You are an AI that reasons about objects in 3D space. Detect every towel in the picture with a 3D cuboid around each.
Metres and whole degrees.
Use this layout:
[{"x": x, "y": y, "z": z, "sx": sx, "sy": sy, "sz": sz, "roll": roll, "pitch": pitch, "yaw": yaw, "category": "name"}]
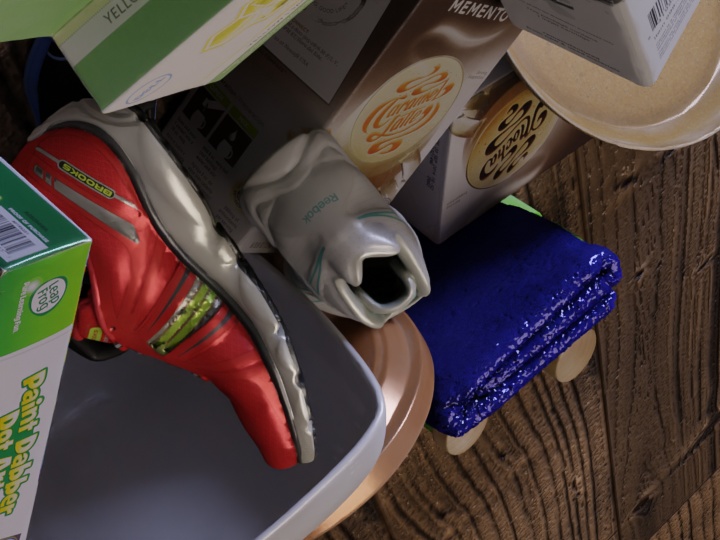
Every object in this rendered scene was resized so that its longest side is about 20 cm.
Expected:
[{"x": 0.051, "y": 0.020, "z": 1.101, "sx": 0.148, "sy": 0.200, "sz": 0.050, "roll": -43, "pitch": 122, "yaw": -12, "category": "towel"}]

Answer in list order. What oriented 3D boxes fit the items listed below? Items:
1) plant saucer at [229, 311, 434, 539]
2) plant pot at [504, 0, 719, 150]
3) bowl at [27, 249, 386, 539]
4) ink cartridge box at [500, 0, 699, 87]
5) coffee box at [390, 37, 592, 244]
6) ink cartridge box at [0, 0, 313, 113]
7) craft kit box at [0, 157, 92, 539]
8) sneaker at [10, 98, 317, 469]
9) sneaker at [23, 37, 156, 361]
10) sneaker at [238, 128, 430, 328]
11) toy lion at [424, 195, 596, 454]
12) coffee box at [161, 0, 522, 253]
[{"x": -0.056, "y": 0.080, "z": 1.029, "sx": 0.200, "sy": 0.200, "sz": 0.032, "roll": -41, "pitch": 124, "yaw": -16, "category": "plant saucer"}, {"x": 0.146, "y": -0.163, "z": 1.048, "sx": 0.200, "sy": 0.200, "sz": 0.027, "roll": -34, "pitch": -173, "yaw": -29, "category": "plant pot"}, {"x": -0.100, "y": 0.087, "z": 0.937, "sx": 0.200, "sy": 0.200, "sz": 0.075, "roll": -39, "pitch": 147, "yaw": -12, "category": "bowl"}, {"x": 0.115, "y": -0.188, "z": 0.812, "sx": 0.144, "sy": 0.084, "sz": 0.200, "roll": -61, "pitch": 161, "yaw": -5, "category": "ink cartridge box"}, {"x": 0.094, "y": -0.121, "z": 1.103, "sx": 0.200, "sy": 0.080, "sz": 0.113, "roll": -34, "pitch": 149, "yaw": -29, "category": "coffee box"}, {"x": -0.066, "y": -0.118, "z": 0.721, "sx": 0.145, "sy": 0.048, "sz": 0.200, "roll": -36, "pitch": 178, "yaw": 28, "category": "ink cartridge box"}, {"x": -0.194, "y": 0.013, "z": 0.702, "sx": 0.048, "sy": 0.200, "sz": 0.198, "roll": -23, "pitch": 144, "yaw": -45, "category": "craft kit box"}, {"x": -0.090, "y": 0.014, "z": 0.840, "sx": 0.085, "sy": 0.077, "sz": 0.200, "roll": -33, "pitch": 109, "yaw": -2, "category": "sneaker"}, {"x": -0.118, "y": -0.047, "z": 0.875, "sx": 0.070, "sy": 0.078, "sz": 0.200, "roll": -22, "pitch": 142, "yaw": -41, "category": "sneaker"}, {"x": 0.000, "y": 0.000, "z": 0.940, "sx": 0.070, "sy": 0.080, "sz": 0.200, "roll": -42, "pitch": 159, "yaw": 1, "category": "sneaker"}, {"x": 0.095, "y": 0.023, "z": 1.328, "sx": 0.200, "sy": 0.069, "sz": 0.192, "roll": -28, "pitch": 139, "yaw": -36, "category": "toy lion"}, {"x": -0.002, "y": -0.107, "z": 0.949, "sx": 0.200, "sy": 0.080, "sz": 0.114, "roll": -53, "pitch": 155, "yaw": 23, "category": "coffee box"}]
